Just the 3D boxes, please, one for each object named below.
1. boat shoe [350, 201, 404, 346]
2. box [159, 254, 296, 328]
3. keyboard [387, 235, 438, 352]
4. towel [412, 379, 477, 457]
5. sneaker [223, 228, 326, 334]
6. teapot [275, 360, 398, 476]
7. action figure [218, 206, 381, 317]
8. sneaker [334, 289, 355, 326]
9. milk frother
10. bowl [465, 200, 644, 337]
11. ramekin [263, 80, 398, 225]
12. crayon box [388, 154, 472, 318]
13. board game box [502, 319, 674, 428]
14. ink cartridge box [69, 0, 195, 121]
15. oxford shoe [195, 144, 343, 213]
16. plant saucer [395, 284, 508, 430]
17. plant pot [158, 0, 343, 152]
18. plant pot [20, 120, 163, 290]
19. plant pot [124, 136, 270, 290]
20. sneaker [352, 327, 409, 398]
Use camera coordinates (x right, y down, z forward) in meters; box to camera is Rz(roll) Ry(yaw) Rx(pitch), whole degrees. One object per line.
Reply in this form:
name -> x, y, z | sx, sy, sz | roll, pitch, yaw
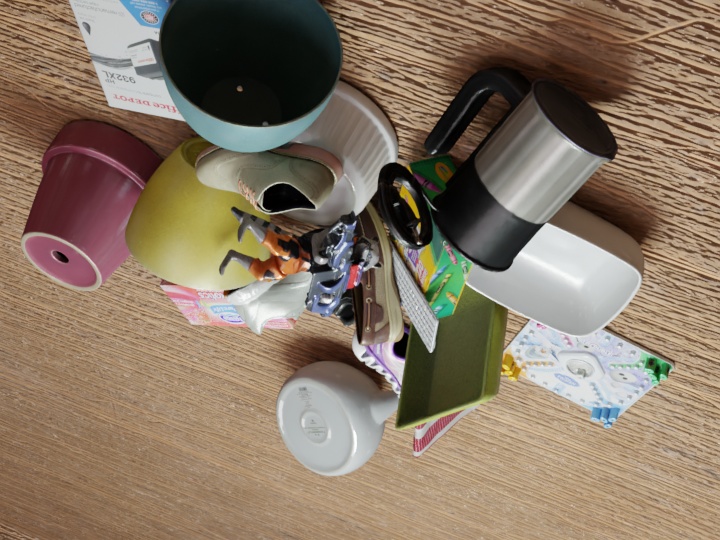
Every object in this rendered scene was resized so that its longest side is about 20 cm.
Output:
boat shoe -> 0.000, 0.000, 1.588 | 0.071, 0.202, 0.072 | -11, 177, -19
box -> -0.183, 0.019, 1.815 | 0.199, 0.095, 0.103 | 1, 142, 32
keyboard -> 0.055, 0.018, 1.561 | 0.011, 0.201, 0.057 | -14, 135, -16
towel -> 0.135, 0.193, 1.813 | 0.023, 0.144, 0.201 | 42, 155, 24
sneaker -> -0.085, 0.015, 1.686 | 0.199, 0.076, 0.092 | -27, 114, 3
teapot -> -0.034, 0.228, 1.979 | 0.199, 0.146, 0.198 | 36, 126, 22
action figure -> -0.062, -0.037, 1.503 | 0.192, 0.105, 0.201 | 7, 142, -17
sneaker -> 0.049, 0.036, 1.669 | 0.199, 0.112, 0.077 | 0, 140, 33
milk frother -> 0.137, -0.105, 1.292 | 0.180, 0.200, 0.188 | 41, 122, 1
bowl -> 0.240, -0.016, 1.503 | 0.199, 0.075, 0.200 | 26, 147, -2
ramekin -> -0.060, -0.142, 1.504 | 0.201, 0.095, 0.203 | 17, 146, 12
crayon box -> 0.090, -0.036, 1.528 | 0.058, 0.119, 0.201 | -14, 151, -17
board game box -> 0.310, 0.139, 1.723 | 0.199, 0.026, 0.200 | 26, 148, -2
ink cartridge box -> -0.248, -0.279, 1.443 | 0.144, 0.084, 0.201 | 13, 146, 17
oxford shoe -> -0.121, -0.108, 1.436 | 0.199, 0.074, 0.071 | 3, 141, 31
plant saucer -> 0.134, 0.111, 1.652 | 0.048, 0.202, 0.199 | 23, 151, -26
plant pot -> -0.128, -0.212, 1.361 | 0.199, 0.201, 0.135 | 24, 153, 0
plant pot -> -0.384, -0.080, 1.731 | 0.198, 0.180, 0.201 | 17, 148, 11
plant pot -> -0.203, -0.091, 1.613 | 0.199, 0.200, 0.143 | 21, 123, 6
sneaker -> 0.081, 0.141, 1.836 | 0.200, 0.081, 0.088 | 42, 136, -23
